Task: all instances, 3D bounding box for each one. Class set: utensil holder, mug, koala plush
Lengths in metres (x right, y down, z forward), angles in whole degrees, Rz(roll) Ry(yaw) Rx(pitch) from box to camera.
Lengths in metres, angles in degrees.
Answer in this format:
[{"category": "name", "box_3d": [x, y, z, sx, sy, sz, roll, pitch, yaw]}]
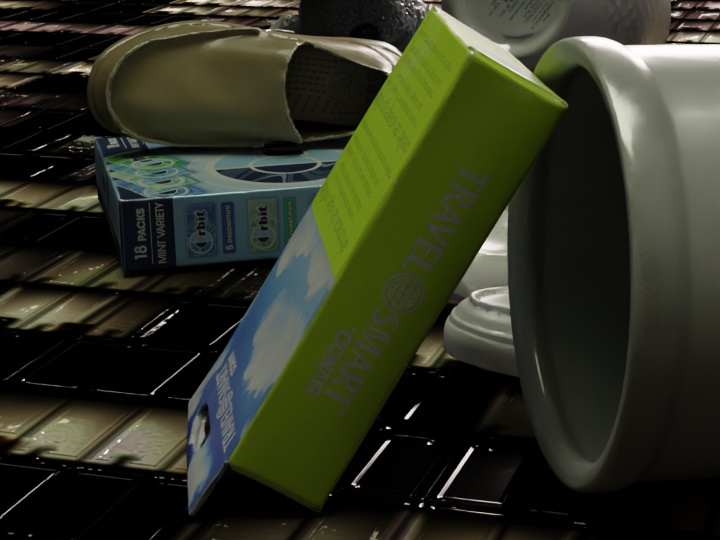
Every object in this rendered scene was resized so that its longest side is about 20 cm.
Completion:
[{"category": "utensil holder", "box_3d": [0.172, -0.003, 0.660, 0.200, 0.170, 0.170, -1, 17, -9]}, {"category": "mug", "box_3d": [0.115, -0.175, 1.254, 0.200, 0.148, 0.175, -38, -11, 19]}, {"category": "koala plush", "box_3d": [-0.001, -0.230, 1.377, 0.177, 0.200, 0.184, -8, 35, -6]}]

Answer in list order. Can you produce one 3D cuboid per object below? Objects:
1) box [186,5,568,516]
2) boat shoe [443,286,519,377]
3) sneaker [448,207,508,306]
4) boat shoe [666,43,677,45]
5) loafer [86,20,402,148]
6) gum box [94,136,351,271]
[{"category": "box", "box_3d": [0.000, 0.000, 0.675, 0.048, 0.200, 0.122, 29, 12, -12]}, {"category": "boat shoe", "box_3d": [0.137, 0.009, 0.779, 0.199, 0.069, 0.072, -1, 17, 1]}, {"category": "sneaker", "box_3d": [0.090, -0.038, 0.887, 0.075, 0.100, 0.200, 12, 23, 32]}, {"category": "boat shoe", "box_3d": [0.231, -0.126, 1.225, 0.200, 0.065, 0.072, -12, 20, -33]}, {"category": "loafer", "box_3d": [-0.060, -0.111, 1.021, 0.200, 0.076, 0.067, -5, 10, -12]}, {"category": "gum box", "box_3d": [-0.051, -0.050, 1.027, 0.200, 0.045, 0.170, -5, 17, -11]}]
